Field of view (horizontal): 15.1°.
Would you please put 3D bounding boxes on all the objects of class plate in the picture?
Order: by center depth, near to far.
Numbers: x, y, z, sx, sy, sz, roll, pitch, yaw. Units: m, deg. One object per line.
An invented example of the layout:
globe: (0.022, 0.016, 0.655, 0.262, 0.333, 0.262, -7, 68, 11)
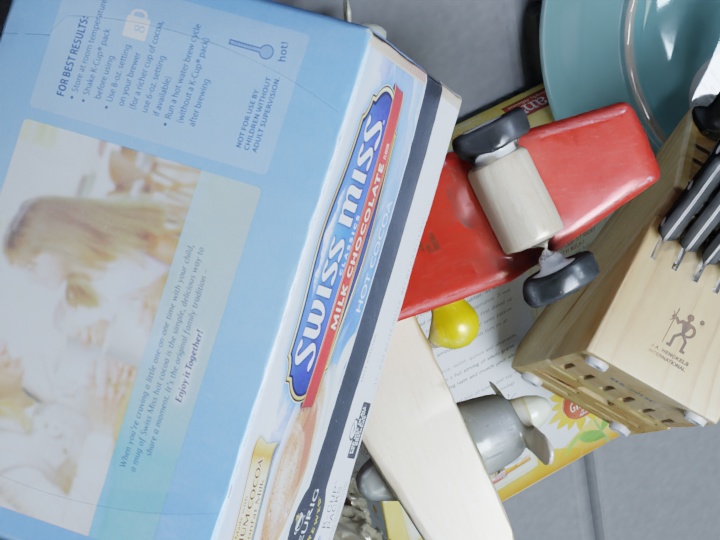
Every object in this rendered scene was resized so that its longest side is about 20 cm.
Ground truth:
plate: (0.177, -0.101, 1.167, 0.200, 0.026, 0.201, -1, 98, -7)

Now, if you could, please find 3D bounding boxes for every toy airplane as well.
toy airplane: (0.000, 0.000, 1.079, 0.141, 0.199, 0.200, -46, 155, -77)

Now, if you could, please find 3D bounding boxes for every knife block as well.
knife block: (0.148, -0.022, 1.144, 0.064, 0.200, 0.176, 30, 80, -5)

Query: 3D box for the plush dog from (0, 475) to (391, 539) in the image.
plush dog: (-0.033, 0.125, 1.146, 0.160, 0.172, 0.200, -47, 136, 1)

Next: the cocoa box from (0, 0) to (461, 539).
cocoa box: (-0.065, 0.004, 0.949, 0.131, 0.133, 0.200, 24, 83, -73)

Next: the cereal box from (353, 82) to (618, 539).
cereal box: (0.052, 0.023, 1.234, 0.144, 0.040, 0.200, -26, 132, -19)
